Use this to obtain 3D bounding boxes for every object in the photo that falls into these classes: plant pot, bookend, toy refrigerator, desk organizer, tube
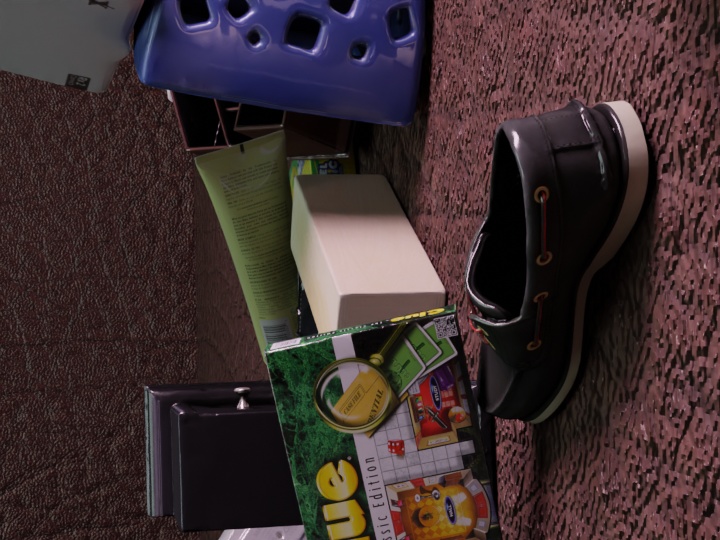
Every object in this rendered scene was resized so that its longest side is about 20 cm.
[{"bbox_3d":[-0.055,-0.228,0.913,0.200,0.197,0.182,-115,34,-63],"label":"plant pot"},{"bbox_3d":[-0.037,0.118,0.824,0.199,0.197,0.094,163,105,-78],"label":"bookend"},{"bbox_3d":[0.000,0.000,0.937,0.201,0.075,0.071,-114,25,-60],"label":"toy refrigerator"},{"bbox_3d":[-0.095,-0.142,1.126,0.198,0.076,0.073,3,79,47],"label":"desk organizer"},{"bbox_3d":[-0.077,-0.015,1.067,0.058,0.051,0.202,-47,-47,-46],"label":"tube"}]

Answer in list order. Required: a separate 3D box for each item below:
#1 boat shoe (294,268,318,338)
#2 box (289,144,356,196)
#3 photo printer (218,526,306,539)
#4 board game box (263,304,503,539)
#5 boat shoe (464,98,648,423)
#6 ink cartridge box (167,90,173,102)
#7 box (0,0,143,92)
[{"bbox_3d":[-0.020,0.065,1.010,0.074,0.062,0.203,-23,65,30],"label":"boat shoe"},{"bbox_3d":[-0.032,-0.048,1.157,0.118,0.048,0.203,113,155,-62],"label":"box"},{"bbox_3d":[-0.079,0.233,1.186,0.167,0.069,0.200,-55,0,-19],"label":"photo printer"},{"bbox_3d":[0.021,0.127,0.673,0.023,0.103,0.203,-64,-38,-79],"label":"board game box"},{"bbox_3d":[0.077,0.003,0.603,0.203,0.062,0.074,99,161,-50],"label":"boat shoe"},{"bbox_3d":[-0.150,-0.311,1.459,0.201,0.145,0.146,105,160,-54],"label":"ink cartridge box"},{"bbox_3d":[-0.245,-0.232,0.878,0.199,0.197,0.133,151,129,-69],"label":"box"}]
